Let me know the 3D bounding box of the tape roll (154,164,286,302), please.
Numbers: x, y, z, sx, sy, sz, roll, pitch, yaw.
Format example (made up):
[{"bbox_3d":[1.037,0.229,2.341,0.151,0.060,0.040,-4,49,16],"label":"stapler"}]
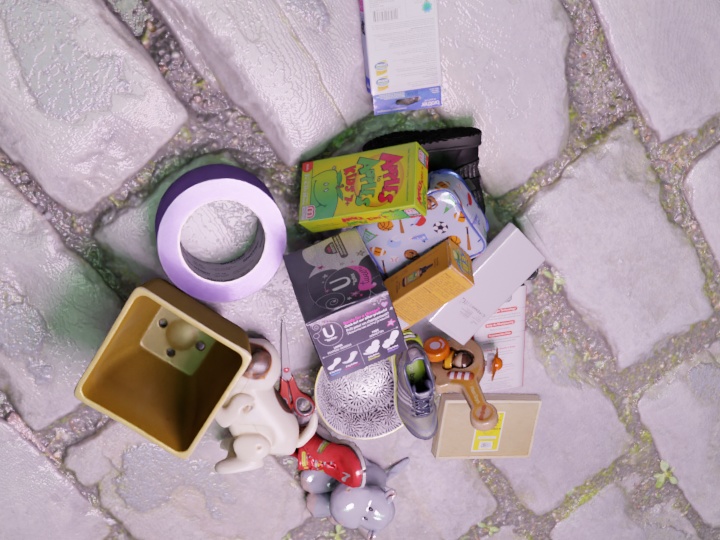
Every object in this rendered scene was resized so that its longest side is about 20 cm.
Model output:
[{"bbox_3d":[-0.219,-0.058,1.399,0.197,0.085,0.202,-6,112,-14],"label":"tape roll"}]

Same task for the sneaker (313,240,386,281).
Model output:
[{"bbox_3d":[0.000,0.000,1.500,0.199,0.075,0.082,37,83,-30],"label":"sneaker"}]

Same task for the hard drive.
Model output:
[{"bbox_3d":[0.204,0.025,1.458,0.200,0.026,0.132,-48,142,7],"label":"hard drive"}]

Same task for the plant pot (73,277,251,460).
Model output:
[{"bbox_3d":[-0.287,0.128,1.380,0.194,0.200,0.195,32,100,-9],"label":"plant pot"}]

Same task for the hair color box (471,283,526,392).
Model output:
[{"bbox_3d":[0.238,0.114,1.604,0.100,0.061,0.202,-7,113,-12],"label":"hair color box"}]

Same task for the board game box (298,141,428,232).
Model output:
[{"bbox_3d":[0.003,-0.125,1.368,0.198,0.103,0.048,-7,159,27],"label":"board game box"}]

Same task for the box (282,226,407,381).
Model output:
[{"bbox_3d":[-0.025,0.044,1.341,0.131,0.201,0.116,-22,124,-2],"label":"box"}]

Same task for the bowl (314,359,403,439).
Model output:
[{"bbox_3d":[0.009,0.180,1.549,0.198,0.094,0.203,-5,112,-13],"label":"bowl"}]

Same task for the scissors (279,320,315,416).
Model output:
[{"bbox_3d":[-0.134,0.185,1.556,0.072,0.014,0.202,-19,116,-5],"label":"scissors"}]

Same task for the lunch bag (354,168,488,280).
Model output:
[{"bbox_3d":[0.096,-0.063,1.423,0.198,0.076,0.161,-20,126,28],"label":"lunch bag"}]

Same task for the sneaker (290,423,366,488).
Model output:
[{"bbox_3d":[-0.065,0.324,1.524,0.084,0.199,0.078,-11,106,-37],"label":"sneaker"}]

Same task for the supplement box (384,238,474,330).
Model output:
[{"bbox_3d":[0.084,0.036,1.414,0.069,0.067,0.199,34,126,-29],"label":"supplement box"}]

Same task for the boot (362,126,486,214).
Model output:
[{"bbox_3d":[0.107,-0.142,1.458,0.208,0.080,0.160,-7,115,-10],"label":"boot"}]

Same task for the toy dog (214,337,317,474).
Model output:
[{"bbox_3d":[-0.175,0.213,1.483,0.191,0.140,0.203,-5,102,6],"label":"toy dog"}]

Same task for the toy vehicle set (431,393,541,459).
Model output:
[{"bbox_3d":[0.238,0.295,1.694,0.197,0.027,0.126,3,110,-16],"label":"toy vehicle set"}]

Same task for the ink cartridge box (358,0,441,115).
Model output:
[{"bbox_3d":[0.063,-0.349,1.386,0.118,0.042,0.202,-11,111,-11],"label":"ink cartridge box"}]

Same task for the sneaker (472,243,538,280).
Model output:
[{"bbox_3d":[0.214,-0.012,1.534,0.197,0.086,0.081,-7,111,-12],"label":"sneaker"}]

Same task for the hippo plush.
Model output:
[{"bbox_3d":[-0.006,0.419,1.602,0.198,0.161,0.161,20,104,-21],"label":"hippo plush"}]

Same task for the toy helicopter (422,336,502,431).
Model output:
[{"bbox_3d":[0.189,0.185,1.496,0.131,0.201,0.079,-16,130,-5],"label":"toy helicopter"}]

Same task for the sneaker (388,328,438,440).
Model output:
[{"bbox_3d":[0.092,0.202,1.484,0.073,0.081,0.202,-19,115,-7],"label":"sneaker"}]
